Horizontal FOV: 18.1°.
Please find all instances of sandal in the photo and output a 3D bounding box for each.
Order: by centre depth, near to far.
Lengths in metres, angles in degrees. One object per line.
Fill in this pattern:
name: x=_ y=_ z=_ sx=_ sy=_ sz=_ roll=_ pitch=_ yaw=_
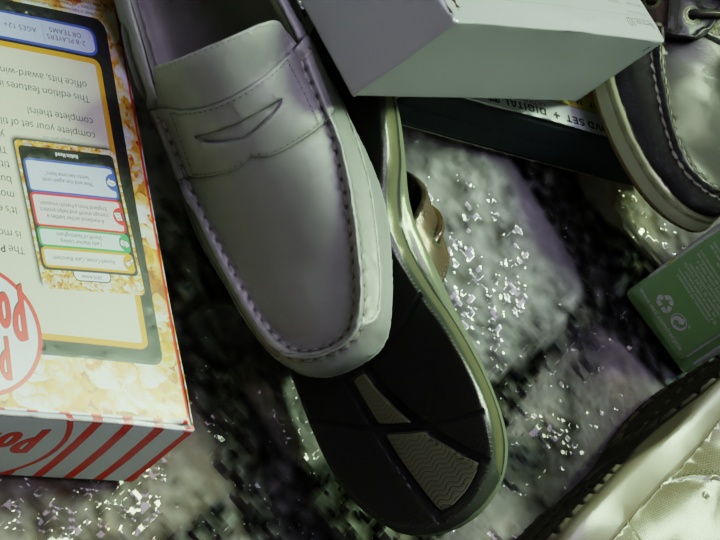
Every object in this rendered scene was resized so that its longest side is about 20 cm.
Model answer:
sandal: x=-0.001 y=0.001 z=0.807 sx=0.057 sy=0.079 sz=0.202 roll=20 pitch=49 yaw=-63

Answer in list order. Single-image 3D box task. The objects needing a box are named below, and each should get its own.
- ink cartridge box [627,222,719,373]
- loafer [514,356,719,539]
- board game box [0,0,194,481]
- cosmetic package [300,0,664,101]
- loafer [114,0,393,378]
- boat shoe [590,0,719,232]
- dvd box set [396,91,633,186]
ink cartridge box: x=0.217 y=-0.042 z=0.905 sx=0.145 sy=0.200 sz=0.048 roll=-31 pitch=85 yaw=-46
loafer: x=0.124 y=0.085 z=0.845 sx=0.200 sy=0.076 sz=0.068 roll=-36 pitch=90 yaw=-37
board game box: x=-0.142 y=-0.036 z=0.724 sx=0.151 sy=0.046 sz=0.201 roll=8 pitch=58 yaw=-35
cosmetic package: x=0.040 y=-0.107 z=0.823 sx=0.083 sy=0.051 sz=0.200 roll=60 pitch=25 yaw=12
loafer: x=-0.044 y=-0.060 z=0.760 sx=0.201 sy=0.070 sz=0.070 roll=67 pitch=12 yaw=11
boat shoe: x=0.137 y=-0.111 z=0.939 sx=0.073 sy=0.065 sz=0.201 roll=24 pitch=50 yaw=-37
dvd box set: x=0.057 y=-0.140 z=0.960 sx=0.146 sy=0.029 sz=0.201 roll=13 pitch=56 yaw=-33
